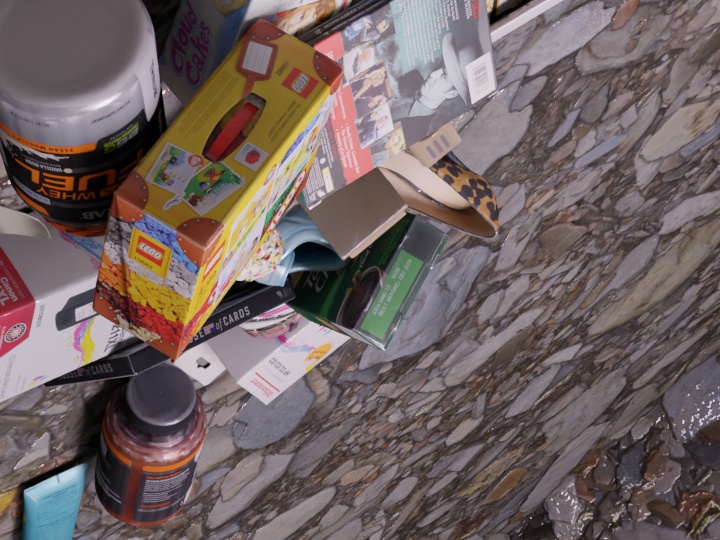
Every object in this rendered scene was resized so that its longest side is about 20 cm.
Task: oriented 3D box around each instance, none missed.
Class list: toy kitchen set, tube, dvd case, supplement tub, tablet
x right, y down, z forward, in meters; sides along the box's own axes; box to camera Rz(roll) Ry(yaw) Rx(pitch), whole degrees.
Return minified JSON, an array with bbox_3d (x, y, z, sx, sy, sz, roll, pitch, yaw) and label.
[{"bbox_3d":[-0.003,-0.078,1.595,0.200,0.163,0.180,-39,159,4],"label":"toy kitchen set"},{"bbox_3d":[-0.338,0.281,1.955,0.077,0.050,0.200,-28,152,-34],"label":"tube"},{"bbox_3d":[-0.177,0.057,1.660,0.200,0.025,0.150,-27,-170,-41],"label":"dvd case"},{"bbox_3d":[-0.215,0.176,1.851,0.107,0.107,0.200,-26,157,-27],"label":"supplement tub"},{"bbox_3d":[-0.199,-0.111,1.270,0.122,0.123,0.200,-32,158,-16],"label":"supplement tub"},{"bbox_3d":[0.146,-0.230,1.640,0.199,0.014,0.130,-30,-176,-4],"label":"tablet"},{"bbox_3d":[0.021,-0.154,1.426,0.199,0.022,0.146,-32,136,-18],"label":"dvd case"}]

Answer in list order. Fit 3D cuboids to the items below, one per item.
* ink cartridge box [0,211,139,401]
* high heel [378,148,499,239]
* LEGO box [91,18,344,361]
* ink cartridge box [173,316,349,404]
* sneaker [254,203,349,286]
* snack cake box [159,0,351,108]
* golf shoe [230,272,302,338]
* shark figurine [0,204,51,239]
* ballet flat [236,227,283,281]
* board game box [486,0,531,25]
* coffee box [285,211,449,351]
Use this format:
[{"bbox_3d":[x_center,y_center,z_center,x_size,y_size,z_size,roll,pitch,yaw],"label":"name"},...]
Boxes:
[{"bbox_3d":[-0.253,0.018,1.498,0.199,0.083,0.146,-24,155,-32],"label":"ink cartridge box"},{"bbox_3d":[0.042,-0.075,1.702,0.199,0.143,0.072,-16,149,-45],"label":"high heel"},{"bbox_3d":[-0.104,-0.059,1.303,0.200,0.077,0.149,-56,173,-36],"label":"LEGO box"},{"bbox_3d":[-0.087,0.071,1.895,0.200,0.068,0.115,-38,159,1],"label":"ink cartridge box"},{"bbox_3d":[-0.098,-0.025,1.617,0.199,0.082,0.074,-7,142,-23],"label":"sneaker"},{"bbox_3d":[-0.068,-0.209,1.359,0.115,0.067,0.200,-24,155,-37],"label":"snack cake box"},{"bbox_3d":[-0.047,-0.008,1.793,0.200,0.073,0.092,-39,158,1],"label":"golf shoe"},{"bbox_3d":[-0.313,-0.020,1.345,0.128,0.090,0.215,17,121,-24],"label":"shark figurine"},{"bbox_3d":[-0.143,-0.041,1.447,0.199,0.076,0.064,19,165,-24],"label":"ballet flat"},{"bbox_3d":[0.167,-0.305,1.570,0.199,0.046,0.152,-32,158,-17],"label":"board game box"},{"bbox_3d":[0.000,0.000,1.677,0.123,0.044,0.200,-60,-159,-4],"label":"coffee box"}]
